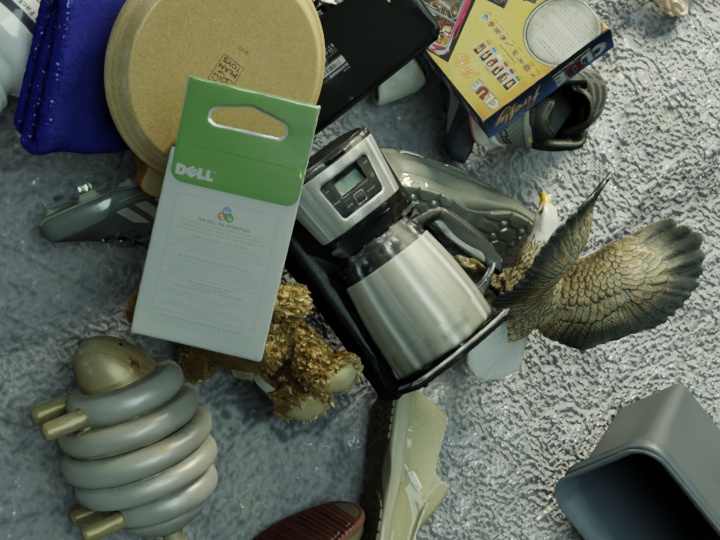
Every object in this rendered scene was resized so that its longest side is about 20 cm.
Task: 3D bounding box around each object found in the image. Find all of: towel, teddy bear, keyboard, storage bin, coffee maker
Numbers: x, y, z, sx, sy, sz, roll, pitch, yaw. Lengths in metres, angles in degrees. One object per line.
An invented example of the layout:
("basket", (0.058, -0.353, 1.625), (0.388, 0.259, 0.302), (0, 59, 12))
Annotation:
("towel", (-0.189, -0.167, 1.400), (0.199, 0.049, 0.149), (-10, 117, -56))
("teddy bear", (-0.091, 0.050, 1.434), (0.199, 0.145, 0.067), (23, 52, 0))
("keyboard", (-0.037, -0.185, 1.513), (0.199, 0.040, 0.104), (-37, 103, 6))
("storage bin", (0.284, 0.213, 1.607), (0.200, 0.145, 0.134), (51, 40, -11))
("coffee maker", (0.000, 0.000, 1.456), (0.135, 0.192, 0.201), (-39, 94, -41))

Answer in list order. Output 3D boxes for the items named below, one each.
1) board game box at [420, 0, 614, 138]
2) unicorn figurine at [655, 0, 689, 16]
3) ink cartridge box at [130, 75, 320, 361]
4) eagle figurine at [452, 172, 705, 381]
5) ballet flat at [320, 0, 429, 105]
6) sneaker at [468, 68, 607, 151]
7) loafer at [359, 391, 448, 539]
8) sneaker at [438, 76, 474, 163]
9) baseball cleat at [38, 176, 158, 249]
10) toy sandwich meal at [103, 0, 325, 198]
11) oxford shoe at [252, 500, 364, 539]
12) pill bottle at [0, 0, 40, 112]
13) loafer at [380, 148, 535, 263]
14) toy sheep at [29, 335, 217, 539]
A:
("board game box", (0.106, -0.229, 1.528), (0.135, 0.035, 0.201), (-36, 64, 0))
("unicorn figurine", (0.338, -0.329, 1.718), (0.137, 0.074, 0.200), (43, 83, -25))
("ink cartridge box", (-0.101, -0.042, 1.333), (0.103, 0.059, 0.202), (13, 102, -4))
("eagle figurine", (0.171, 0.001, 1.507), (0.151, 0.199, 0.152), (-31, 104, -41))
("ballet flat", (-0.019, -0.229, 1.546), (0.069, 0.069, 0.200), (-42, 103, -22))
("sneaker", (0.181, -0.143, 1.579), (0.199, 0.087, 0.074), (-15, 110, -53))
("loafer", (0.039, 0.198, 1.516), (0.068, 0.076, 0.202), (12, 79, -17))
("sneaker", (0.083, -0.199, 1.593), (0.081, 0.070, 0.202), (10, 81, -1))
("baseball cleat", (-0.161, -0.034, 1.451), (0.199, 0.070, 0.107), (-19, 92, -24))
("toy sandwich meal", (-0.118, -0.156, 1.382), (0.204, 0.070, 0.207), (-10, 112, -25))
("oxford shoe", (-0.070, 0.271, 1.474), (0.200, 0.070, 0.075), (-37, 123, -22))
("pill bottle", (-0.263, -0.209, 1.400), (0.111, 0.111, 0.200), (45, 69, -14))
("loafer", (0.087, -0.061, 1.569), (0.199, 0.070, 0.070), (22, 34, -36))
("toy sheep", (-0.178, 0.144, 1.397), (0.137, 0.138, 0.201), (-25, 110, -25))
